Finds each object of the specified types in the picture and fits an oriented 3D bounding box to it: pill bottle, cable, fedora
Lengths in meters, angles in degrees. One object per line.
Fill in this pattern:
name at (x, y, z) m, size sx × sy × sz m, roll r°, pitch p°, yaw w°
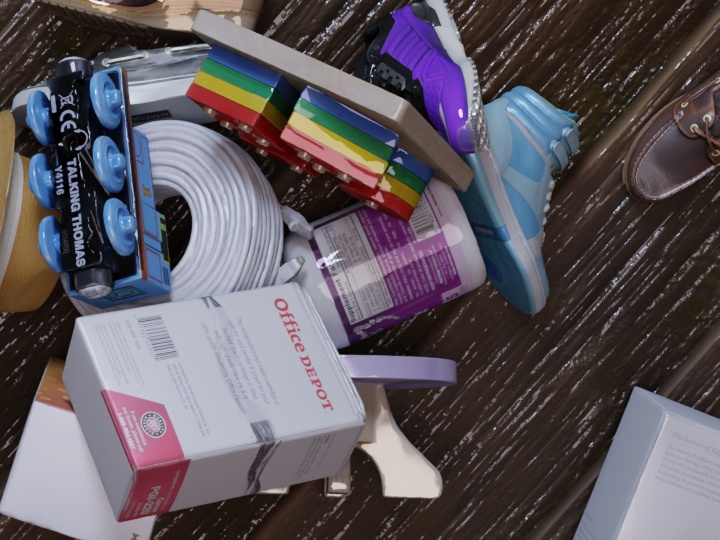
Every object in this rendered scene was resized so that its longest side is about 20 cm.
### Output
pill bottle at (0.000, 0.000, 1.583) m, size 0.198 × 0.112 × 0.113 m, roll -24°, pitch 99°, yaw -2°
cable at (-0.163, -0.025, 1.542) m, size 0.200 × 0.069 × 0.200 m, roll -46°, pitch 66°, yaw 7°
fedora at (-0.291, -0.030, 1.523) m, size 0.081 × 0.200 × 0.203 m, roll 11°, pitch 97°, yaw -22°

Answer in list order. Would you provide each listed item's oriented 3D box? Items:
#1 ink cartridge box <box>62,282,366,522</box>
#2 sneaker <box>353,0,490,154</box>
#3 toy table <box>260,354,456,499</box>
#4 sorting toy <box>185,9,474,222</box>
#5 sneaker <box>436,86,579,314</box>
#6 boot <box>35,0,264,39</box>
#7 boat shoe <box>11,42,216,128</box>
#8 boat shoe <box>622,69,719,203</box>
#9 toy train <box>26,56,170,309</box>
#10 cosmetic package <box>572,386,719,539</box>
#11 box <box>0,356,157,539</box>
ink cartridge box at (-0.115, 0.099, 1.430) m, size 0.198 × 0.085 × 0.146 m, roll -10°, pitch 56°, yaw -27°
sneaker at (0.046, -0.154, 1.538) m, size 0.098 × 0.201 × 0.070 m, roll -16°, pitch 129°, yaw 0°
toy table at (-0.017, 0.136, 1.576) m, size 0.198 × 0.184 × 0.119 m, roll 0°, pitch 82°, yaw 9°
sorting toy at (-0.029, -0.113, 1.481) m, size 0.197 × 0.200 × 0.070 m, roll 26°, pitch 86°, yaw 23°
sneaker at (0.154, -0.069, 1.609) m, size 0.130 × 0.079 × 0.201 m, roll -35°, pitch 121°, yaw -21°
boot at (-0.172, -0.286, 1.562) m, size 0.198 × 0.072 × 0.168 m, roll 6°, pitch 85°, yaw -5°
boat shoe at (-0.201, -0.158, 1.571) m, size 0.197 × 0.071 × 0.064 m, roll -4°, pitch 66°, yaw 3°
boat shoe at (0.316, -0.135, 1.618) m, size 0.200 × 0.070 × 0.070 m, roll -44°, pitch 100°, yaw 3°
toy train at (-0.211, -0.069, 1.472) m, size 0.086 × 0.114 × 0.202 m, roll -13°, pitch 73°, yaw 16°
cosmetic package at (0.310, 0.238, 1.640) m, size 0.198 × 0.123 × 0.202 m, roll 21°, pitch 96°, yaw -8°
box at (-0.223, 0.152, 1.537) m, size 0.123 × 0.200 × 0.098 m, roll 18°, pitch 96°, yaw -8°
